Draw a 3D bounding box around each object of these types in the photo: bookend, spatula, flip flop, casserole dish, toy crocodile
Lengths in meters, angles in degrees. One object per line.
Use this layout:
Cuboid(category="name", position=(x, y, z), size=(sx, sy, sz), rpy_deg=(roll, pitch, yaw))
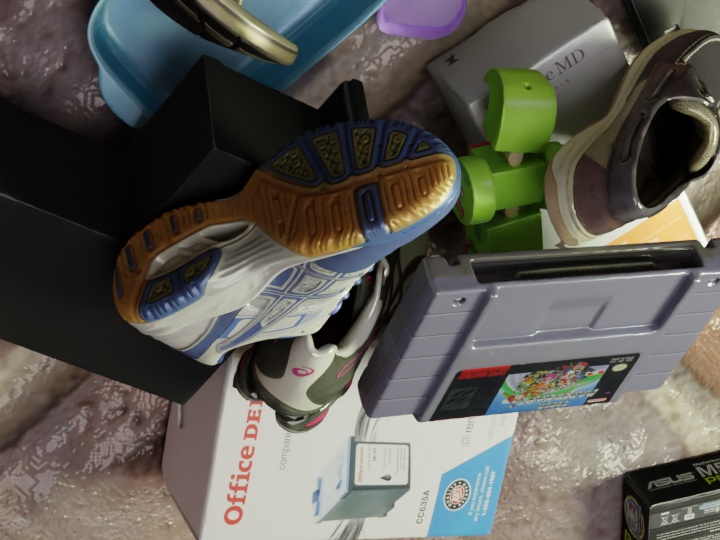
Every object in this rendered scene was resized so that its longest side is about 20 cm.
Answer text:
Cuboid(category="bookend", position=(-0.129, -0.045, 1.175), size=(0.200, 0.092, 0.199), rpy_deg=(22, 129, -30))
Cuboid(category="spatula", position=(0.053, -0.229, 1.225), size=(0.056, 0.021, 0.201), rpy_deg=(4, 115, -22))
Cuboid(category="flip flop", position=(-0.097, -0.178, 1.127), size=(0.200, 0.081, 0.058), rpy_deg=(45, 78, -28))
Cuboid(category="casserole dish", position=(-0.067, -0.161, 1.206), size=(0.200, 0.039, 0.121), rpy_deg=(-40, 124, 4))
Cuboid(category="toy crocodile", position=(0.082, -0.022, 1.248), size=(0.067, 0.062, 0.201), rpy_deg=(-12, 125, -18))

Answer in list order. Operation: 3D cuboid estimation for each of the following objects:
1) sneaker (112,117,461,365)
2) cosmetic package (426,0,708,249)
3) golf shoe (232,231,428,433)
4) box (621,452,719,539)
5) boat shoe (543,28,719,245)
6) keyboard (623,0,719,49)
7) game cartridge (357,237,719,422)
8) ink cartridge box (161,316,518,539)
Cuboid(category="sneaker", position=(-0.028, -0.012, 1.117), size=(0.199, 0.076, 0.088), rpy_deg=(-21, 142, 23))
Cuboid(category="cosmetic package", position=(0.132, -0.064, 1.317), size=(0.101, 0.071, 0.200), rpy_deg=(-32, 123, -2))
Cuboid(category="golf shoe", position=(0.000, 0.000, 1.237), size=(0.077, 0.200, 0.088), rpy_deg=(28, 147, -6))
Cuboid(category="box", position=(0.284, 0.201, 1.537), size=(0.199, 0.044, 0.161), rpy_deg=(-11, 121, -15))
Cuboid(category="boat shoe", position=(0.175, -0.078, 1.226), size=(0.200, 0.065, 0.072), rpy_deg=(-42, 122, -44))
Cuboid(category="keyboard", position=(0.263, -0.183, 1.335), size=(0.200, 0.021, 0.127), rpy_deg=(-29, 117, -3))
Cuboid(category="game cartridge", position=(0.108, 0.036, 1.227), size=(0.199, 0.038, 0.130), rpy_deg=(-4, 141, -24))
Cuboid(category="ink cartridge box", position=(-0.009, 0.087, 1.335), size=(0.199, 0.086, 0.147), rpy_deg=(0, 115, -23))
